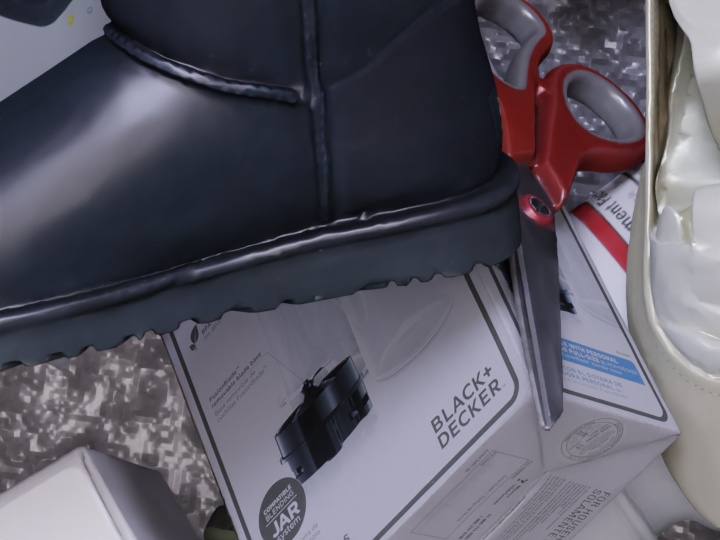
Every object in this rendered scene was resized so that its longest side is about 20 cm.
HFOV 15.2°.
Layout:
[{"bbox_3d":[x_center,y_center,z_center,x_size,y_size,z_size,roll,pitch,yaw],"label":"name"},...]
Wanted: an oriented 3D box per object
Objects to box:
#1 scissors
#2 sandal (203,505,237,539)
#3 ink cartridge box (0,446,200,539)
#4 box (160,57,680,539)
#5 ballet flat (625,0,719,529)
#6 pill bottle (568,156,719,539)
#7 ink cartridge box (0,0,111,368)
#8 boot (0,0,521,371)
[{"bbox_3d":[0.040,-0.024,0.736,0.073,0.200,0.014,40,119,-8],"label":"scissors"},{"bbox_3d":[0.024,0.146,0.824,0.057,0.080,0.201,-44,84,-11],"label":"sandal"},{"bbox_3d":[-0.135,0.137,0.806,0.199,0.146,0.085,-30,82,0],"label":"ink cartridge box"},{"bbox_3d":[0.000,0.000,0.783,0.117,0.060,0.201,-48,47,27],"label":"box"},{"bbox_3d":[0.101,-0.030,0.735,0.069,0.070,0.201,-1,75,4],"label":"ballet flat"},{"bbox_3d":[0.125,0.006,0.814,0.200,0.112,0.112,-37,84,1],"label":"pill bottle"},{"bbox_3d":[-0.083,-0.097,0.735,0.200,0.146,0.083,-52,48,2],"label":"ink cartridge box"},{"bbox_3d":[-0.060,-0.071,0.659,0.199,0.076,0.169,-11,108,-6],"label":"boot"}]
